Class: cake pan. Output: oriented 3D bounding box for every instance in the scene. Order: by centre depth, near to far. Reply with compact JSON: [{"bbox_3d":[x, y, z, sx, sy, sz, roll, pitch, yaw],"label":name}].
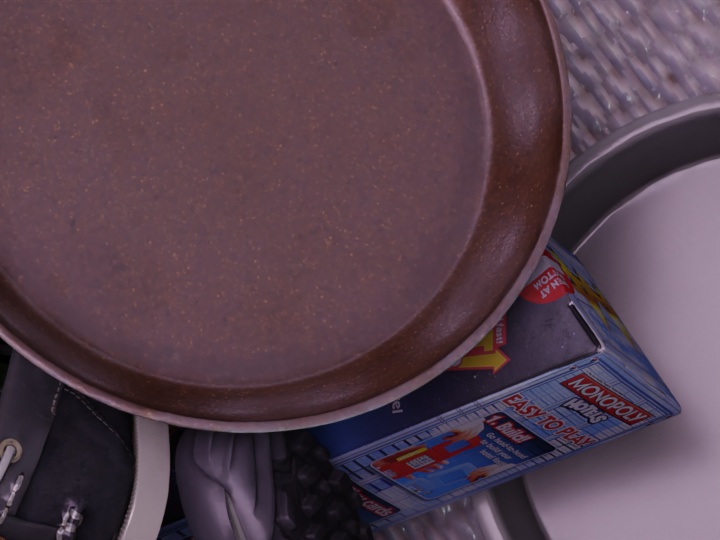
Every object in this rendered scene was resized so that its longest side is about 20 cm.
[{"bbox_3d":[0.131,0.043,0.943,0.200,0.037,0.201,-2,80,12],"label":"cake pan"}]

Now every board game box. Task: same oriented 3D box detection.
[{"bbox_3d":[0.000,0.000,0.940,0.199,0.062,0.201,-9,66,28],"label":"board game box"}]

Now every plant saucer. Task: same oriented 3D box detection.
[{"bbox_3d":[-0.039,-0.047,0.866,0.200,0.034,0.201,4,73,-12],"label":"plant saucer"}]

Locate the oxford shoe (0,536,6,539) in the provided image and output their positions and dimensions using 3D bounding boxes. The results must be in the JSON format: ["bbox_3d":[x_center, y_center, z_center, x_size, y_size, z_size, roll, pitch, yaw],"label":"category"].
[{"bbox_3d":[-0.049,0.131,0.824,0.200,0.071,0.071,32,98,-19],"label":"oxford shoe"}]

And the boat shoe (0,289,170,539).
[{"bbox_3d":[-0.102,0.008,0.899,0.067,0.072,0.200,13,42,-22],"label":"boat shoe"}]

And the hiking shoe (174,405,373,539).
[{"bbox_3d":[-0.042,0.128,0.899,0.100,0.076,0.200,-5,125,12],"label":"hiking shoe"}]
